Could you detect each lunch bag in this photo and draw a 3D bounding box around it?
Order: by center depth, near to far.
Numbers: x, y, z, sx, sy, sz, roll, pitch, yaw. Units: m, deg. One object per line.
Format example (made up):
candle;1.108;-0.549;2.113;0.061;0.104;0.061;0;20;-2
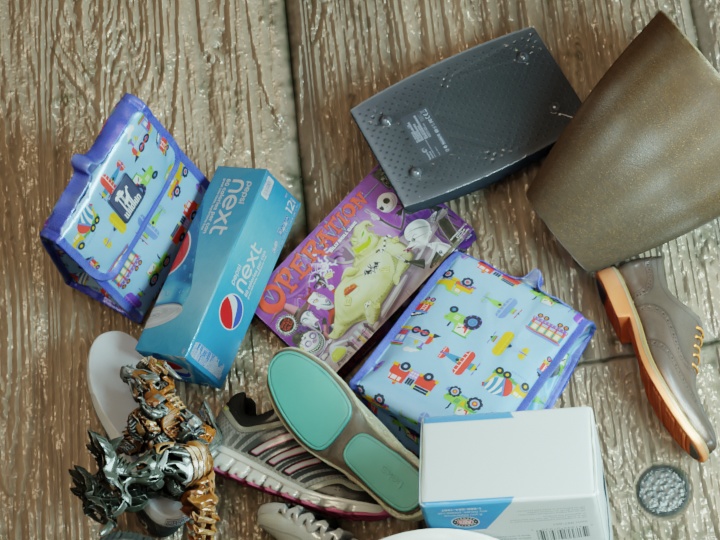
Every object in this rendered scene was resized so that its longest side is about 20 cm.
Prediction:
lunch bag;0.108;0.076;1.742;0.150;0.094;0.201;26;67;22
lunch bag;-0.229;-0.066;1.786;0.093;0.200;0.151;26;77;19

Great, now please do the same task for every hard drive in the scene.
hard drive;0.104;-0.139;1.827;0.198;0.042;0.136;-25;62;-8

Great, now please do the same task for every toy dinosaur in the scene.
toy dinosaur;-0.174;0.169;1.693;0.135;0.103;0.200;-11;43;-29

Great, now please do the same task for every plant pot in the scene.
plant pot;0.253;-0.096;1.736;0.200;0.187;0.188;-40;67;9

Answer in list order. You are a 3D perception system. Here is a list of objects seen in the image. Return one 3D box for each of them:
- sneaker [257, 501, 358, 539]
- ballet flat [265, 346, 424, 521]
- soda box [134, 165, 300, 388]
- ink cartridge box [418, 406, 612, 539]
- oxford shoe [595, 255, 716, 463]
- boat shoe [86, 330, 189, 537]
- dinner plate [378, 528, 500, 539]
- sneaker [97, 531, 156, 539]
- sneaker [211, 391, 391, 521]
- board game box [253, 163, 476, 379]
sneaker;-0.017;0.272;1.697;0.199;0.075;0.082;31;87;21
ballet flat;-0.008;0.149;1.691;0.067;0.062;0.200;-45;71;2
soda box;-0.132;0.004;1.805;0.067;0.064;0.202;6;64;38
ink cartridge box;0.135;0.200;1.617;0.143;0.201;0.084;-5;57;9
oxford shoe;0.278;0.073;1.712;0.072;0.071;0.201;-22;66;-2
boat shoe;-0.209;0.153;1.782;0.068;0.057;0.201;-10;63;-27
dinner plate;0.063;0.292;1.608;0.198;0.202;0.024;-9;38;8
sneaker;-0.152;0.296;1.713;0.198;0.091;0.076;20;45;-3
sneaker;-0.053;0.165;1.739;0.198;0.074;0.088;17;80;22
board game box;0.000;0.000;1.819;0.120;0.032;0.200;40;81;26
